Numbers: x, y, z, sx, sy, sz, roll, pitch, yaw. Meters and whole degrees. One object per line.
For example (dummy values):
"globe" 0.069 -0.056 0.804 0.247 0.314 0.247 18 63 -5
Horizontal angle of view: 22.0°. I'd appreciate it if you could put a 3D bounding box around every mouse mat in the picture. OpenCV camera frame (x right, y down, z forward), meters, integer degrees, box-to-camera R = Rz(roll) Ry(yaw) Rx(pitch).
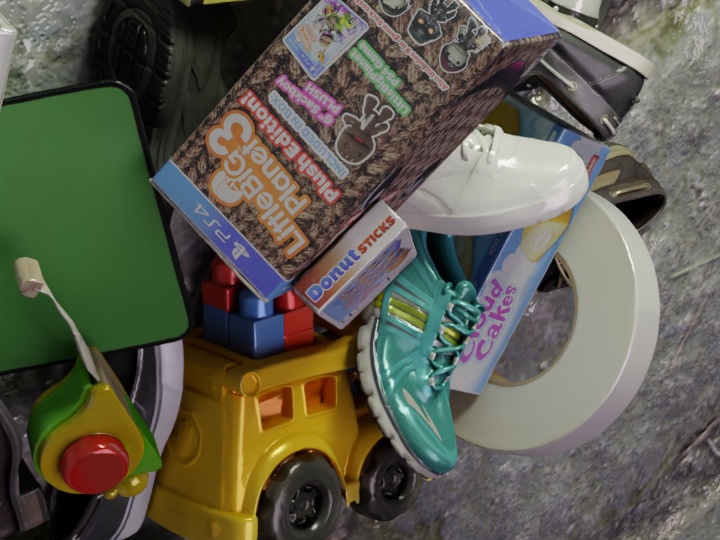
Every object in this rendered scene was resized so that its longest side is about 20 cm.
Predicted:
"mouse mat" -0.189 -0.018 1.070 0.160 0.008 0.201 -11 131 -1

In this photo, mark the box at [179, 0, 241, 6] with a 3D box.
"box" -0.040 -0.200 1.103 0.199 0.075 0.050 -12 125 -39

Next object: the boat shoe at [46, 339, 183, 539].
"boat shoe" -0.161 0.098 1.199 0.056 0.069 0.201 -12 127 -39

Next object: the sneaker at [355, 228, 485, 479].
"sneaker" 0.042 0.037 1.234 0.077 0.079 0.201 22 58 -58

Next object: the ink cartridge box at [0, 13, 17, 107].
"ink cartridge box" -0.272 -0.054 0.942 0.145 0.084 0.201 5 114 -32

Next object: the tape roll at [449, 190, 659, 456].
"tape roll" 0.119 0.031 1.330 0.037 0.202 0.204 14 106 -51

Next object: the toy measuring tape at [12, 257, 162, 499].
"toy measuring tape" -0.180 0.076 1.106 0.074 0.073 0.201 -41 136 -16

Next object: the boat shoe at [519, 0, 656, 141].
"boat shoe" 0.097 -0.153 1.219 0.199 0.072 0.068 27 102 -15

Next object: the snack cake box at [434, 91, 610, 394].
"snack cake box" 0.075 -0.028 1.309 0.067 0.115 0.201 14 106 -52

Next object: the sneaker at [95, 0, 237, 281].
"sneaker" -0.118 -0.077 1.118 0.091 0.076 0.201 -17 133 -50

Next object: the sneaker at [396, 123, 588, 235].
"sneaker" 0.045 -0.089 1.198 0.074 0.198 0.116 -78 163 -51

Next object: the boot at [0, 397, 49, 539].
"boot" -0.283 0.134 1.095 0.173 0.069 0.201 -28 134 -16

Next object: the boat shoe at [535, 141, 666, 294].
"boat shoe" 0.155 -0.026 1.425 0.200 0.073 0.075 -38 138 -19

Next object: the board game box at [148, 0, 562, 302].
"board game box" 0.002 -0.095 1.068 0.200 0.097 0.159 -46 174 19

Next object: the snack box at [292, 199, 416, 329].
"snack box" 0.000 0.000 1.124 0.072 0.024 0.200 -44 175 -1

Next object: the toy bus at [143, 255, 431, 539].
"toy bus" -0.049 0.077 1.266 0.199 0.135 0.193 -12 109 -43

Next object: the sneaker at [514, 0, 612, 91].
"sneaker" 0.143 -0.219 1.284 0.201 0.074 0.089 -55 135 -10
